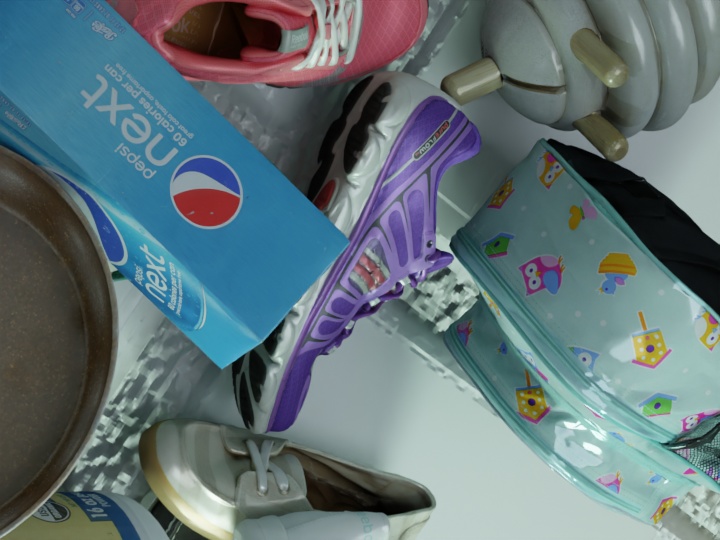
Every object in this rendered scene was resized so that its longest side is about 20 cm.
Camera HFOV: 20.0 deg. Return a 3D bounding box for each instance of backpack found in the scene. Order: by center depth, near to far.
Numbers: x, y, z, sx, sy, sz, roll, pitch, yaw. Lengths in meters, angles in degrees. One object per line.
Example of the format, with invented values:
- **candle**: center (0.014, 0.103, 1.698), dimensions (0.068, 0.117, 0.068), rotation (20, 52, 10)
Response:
- **backpack**: center (0.134, 0.030, 1.093), dimensions (0.153, 0.176, 0.200), rotation (-40, 141, 5)

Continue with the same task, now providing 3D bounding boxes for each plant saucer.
- **plant saucer**: center (-0.200, 0.036, 0.894), dimensions (0.200, 0.200, 0.034), rotation (-49, 163, -10)

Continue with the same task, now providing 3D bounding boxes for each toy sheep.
- **toy sheep**: center (0.133, -0.129, 1.076), dimensions (0.200, 0.138, 0.138), rotation (-21, 117, -19)

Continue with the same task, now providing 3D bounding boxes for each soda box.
- **soda box**: center (-0.105, -0.052, 0.919), dimensions (0.200, 0.064, 0.068), rotation (44, 65, -5)

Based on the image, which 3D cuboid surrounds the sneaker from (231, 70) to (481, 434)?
- **sneaker**: center (0.000, 0.000, 1.044), dimensions (0.083, 0.081, 0.200), rotation (27, 97, -20)

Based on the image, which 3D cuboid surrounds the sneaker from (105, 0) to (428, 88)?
- **sneaker**: center (-0.040, -0.114, 0.989), dimensions (0.200, 0.087, 0.074), rotation (-7, 110, -33)

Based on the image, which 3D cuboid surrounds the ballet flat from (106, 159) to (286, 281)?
- **ballet flat**: center (-0.113, -0.024, 0.981), dimensions (0.200, 0.070, 0.068), rotation (-9, 112, -31)

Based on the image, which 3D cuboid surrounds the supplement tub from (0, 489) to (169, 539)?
- **supplement tub**: center (-0.194, 0.176, 0.949), dimensions (0.200, 0.145, 0.145), rotation (3, 105, -35)

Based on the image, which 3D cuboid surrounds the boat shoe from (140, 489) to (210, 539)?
- **boat shoe**: center (-0.093, 0.209, 1.083), dimensions (0.072, 0.061, 0.202), rotation (-3, 108, -34)

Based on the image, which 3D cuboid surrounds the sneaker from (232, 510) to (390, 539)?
- **sneaker**: center (-0.015, 0.189, 1.074), dimensions (0.088, 0.075, 0.200), rotation (-14, 147, -11)

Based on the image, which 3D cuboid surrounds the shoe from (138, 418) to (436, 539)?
- **shoe**: center (-0.035, 0.112, 1.078), dimensions (0.053, 0.070, 0.200), rotation (-38, 141, 24)
